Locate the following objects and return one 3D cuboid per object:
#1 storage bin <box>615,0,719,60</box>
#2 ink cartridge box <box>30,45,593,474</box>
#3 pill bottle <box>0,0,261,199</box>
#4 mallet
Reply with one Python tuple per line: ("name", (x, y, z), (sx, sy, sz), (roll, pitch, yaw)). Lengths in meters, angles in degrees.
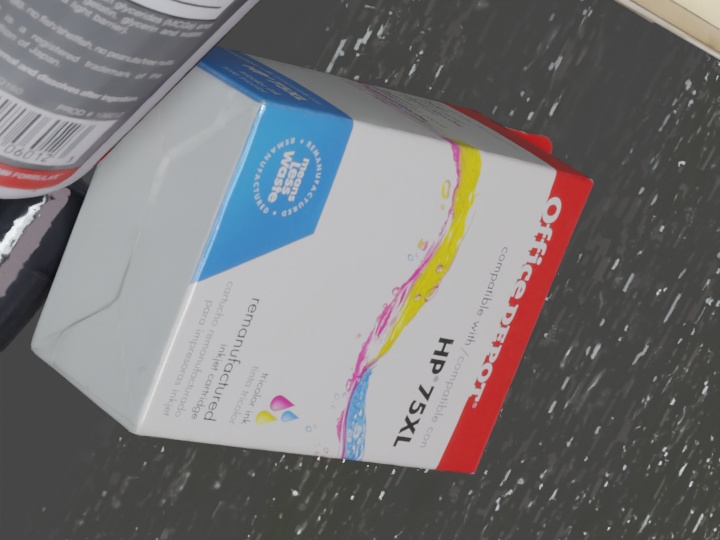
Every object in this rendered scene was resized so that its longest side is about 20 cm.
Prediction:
("storage bin", (0.122, -0.184, 0.922), (0.199, 0.094, 0.200), (26, 97, -34))
("ink cartridge box", (0.000, 0.000, 0.929), (0.200, 0.067, 0.116), (10, 106, -45))
("pill bottle", (-0.067, -0.119, 0.781), (0.116, 0.116, 0.200), (22, 133, -34))
("mallet", (-0.150, -0.045, 0.840), (0.066, 0.041, 0.200), (-50, 139, -6))
